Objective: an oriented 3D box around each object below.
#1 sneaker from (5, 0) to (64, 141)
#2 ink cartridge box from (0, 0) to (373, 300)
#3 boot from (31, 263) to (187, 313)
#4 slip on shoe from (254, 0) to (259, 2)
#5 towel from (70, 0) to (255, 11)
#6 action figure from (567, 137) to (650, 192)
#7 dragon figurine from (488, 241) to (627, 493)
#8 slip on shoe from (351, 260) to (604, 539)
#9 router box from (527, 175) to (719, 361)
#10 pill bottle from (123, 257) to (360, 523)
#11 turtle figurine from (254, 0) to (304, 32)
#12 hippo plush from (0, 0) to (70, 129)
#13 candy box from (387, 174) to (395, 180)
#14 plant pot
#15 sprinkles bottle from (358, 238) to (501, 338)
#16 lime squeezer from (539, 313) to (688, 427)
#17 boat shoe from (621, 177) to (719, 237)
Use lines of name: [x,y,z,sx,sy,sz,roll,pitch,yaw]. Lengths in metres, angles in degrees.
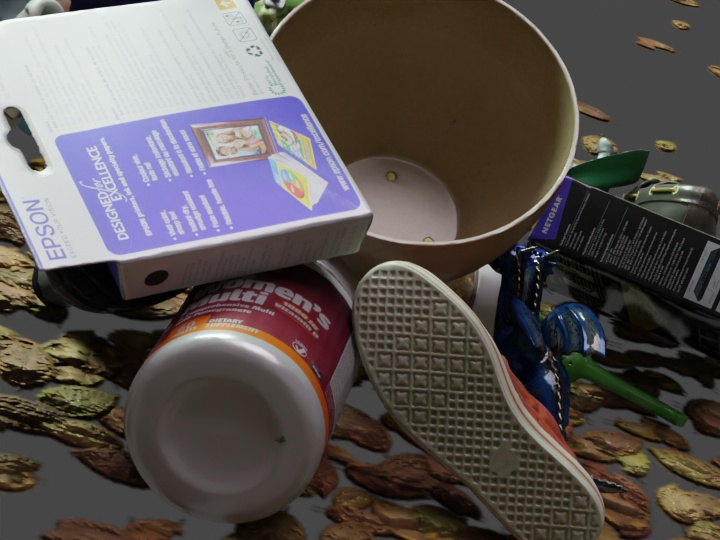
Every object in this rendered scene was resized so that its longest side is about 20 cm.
sneaker: [-0.171,-0.100,1.516,0.200,0.087,0.075,46,46,3]
ink cartridge box: [-0.122,-0.073,1.276,0.200,0.043,0.198,-10,51,-26]
boot: [-0.150,-0.005,1.350,0.200,0.131,0.070,-29,94,-56]
slip on shoe: [-0.150,-0.248,1.872,0.200,0.061,0.076,-9,-26,40]
towel: [-0.183,-0.225,1.775,0.199,0.148,0.050,0,68,-1]
action figure: [0.112,-0.053,1.705,0.200,0.118,0.055,-17,72,-40]
dragon figurine: [0.115,0.052,1.427,0.059,0.100,0.200,8,27,-25]
slip on shoe: [0.066,0.078,1.292,0.200,0.074,0.061,50,11,-7]
router box: [0.204,0.004,1.571,0.157,0.052,0.200,23,-6,12]
pill bottle: [-0.058,0.053,1.275,0.109,0.110,0.200,19,22,2]
turtle figurine: [-0.062,-0.274,2.003,0.194,0.200,0.144,12,36,-40]
hippo plush: [-0.283,-0.189,1.615,0.200,0.159,0.161,27,25,-35]
candy box: [-0.024,-0.111,1.775,0.115,0.055,0.200,4,24,-31]
plant pot: [0.026,-0.066,1.424,0.200,0.135,0.201,4,58,-6]
sprinkles bottle: [0.000,0.000,1.508,0.200,0.068,0.068,11,22,-16]
lime squeezer: [0.132,0.046,1.546,0.071,0.038,0.200,-6,31,-46]
boat shoe: [0.234,-0.039,1.736,0.072,0.061,0.201,22,2,-7]
